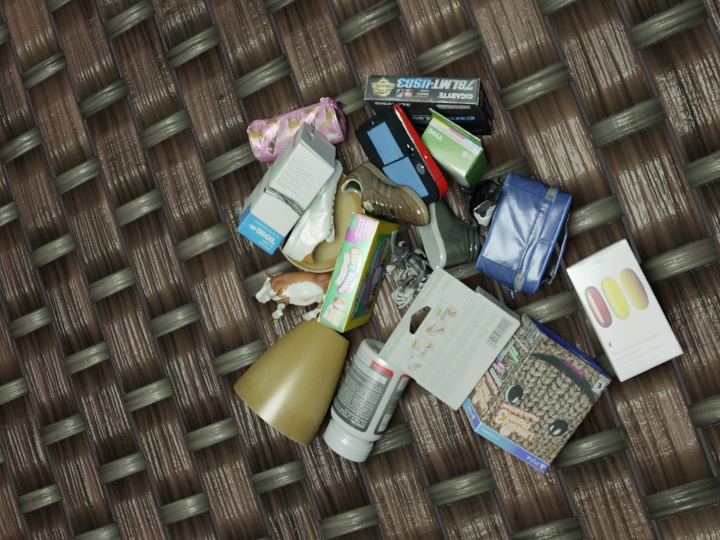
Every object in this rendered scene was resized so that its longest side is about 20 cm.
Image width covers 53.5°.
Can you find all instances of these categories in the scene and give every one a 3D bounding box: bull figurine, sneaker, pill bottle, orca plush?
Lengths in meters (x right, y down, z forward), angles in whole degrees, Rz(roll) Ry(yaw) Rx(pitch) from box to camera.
[{"bbox_3d":[-0.126,0.043,1.378,0.194,0.122,0.067,-5,117,18],"label":"bull figurine"},{"bbox_3d":[0.042,-0.123,1.295,0.075,0.071,0.199,-36,48,-17],"label":"sneaker"},{"bbox_3d":[0.012,0.244,1.344,0.112,0.114,0.204,28,100,14],"label":"pill bottle"},{"bbox_3d":[-0.071,-0.107,1.355,0.083,0.073,0.204,27,98,-11],"label":"sneaker"},{"bbox_3d":[0.197,-0.117,1.223,0.069,0.200,0.108,20,104,7],"label":"orca plush"},{"bbox_3d":[0.161,-0.092,1.316,0.096,0.071,0.205,0,61,-22],"label":"sneaker"}]

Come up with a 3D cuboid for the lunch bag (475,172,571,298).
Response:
[{"bbox_3d":[0.289,-0.052,1.234,0.129,0.135,0.205,20,97,16],"label":"lunch bag"}]

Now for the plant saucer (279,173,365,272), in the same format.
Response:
[{"bbox_3d":[-0.078,-0.100,1.402,0.194,0.035,0.207,0,91,18],"label":"plant saucer"}]

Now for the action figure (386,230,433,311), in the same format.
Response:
[{"bbox_3d":[0.100,0.029,1.309,0.102,0.119,0.201,-40,86,6],"label":"action figure"}]

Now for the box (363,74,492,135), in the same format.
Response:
[{"bbox_3d":[0.125,-0.285,1.245,0.194,0.198,0.051,6,88,17],"label":"box"}]

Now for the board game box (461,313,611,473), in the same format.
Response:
[{"bbox_3d":[0.299,0.210,1.230,0.157,0.097,0.203,30,101,-13],"label":"board game box"}]

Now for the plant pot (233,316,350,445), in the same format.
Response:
[{"bbox_3d":[-0.112,0.191,1.363,0.184,0.186,0.202,34,86,13],"label":"plant pot"}]

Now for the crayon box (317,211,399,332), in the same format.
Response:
[{"bbox_3d":[0.000,0.000,1.308,0.057,0.172,0.205,20,97,15],"label":"crayon box"}]

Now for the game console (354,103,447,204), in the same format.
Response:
[{"bbox_3d":[0.067,-0.194,1.265,0.031,0.199,0.179,-38,101,-17],"label":"game console"}]

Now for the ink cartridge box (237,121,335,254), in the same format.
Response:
[{"bbox_3d":[-0.133,-0.153,1.306,0.083,0.147,0.201,35,110,-17],"label":"ink cartridge box"}]

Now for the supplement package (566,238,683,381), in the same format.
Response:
[{"bbox_3d":[0.439,0.063,1.204,0.112,0.109,0.204,-28,84,16],"label":"supplement package"}]

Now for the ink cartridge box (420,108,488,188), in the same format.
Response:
[{"bbox_3d":[0.159,-0.204,1.236,0.103,0.200,0.060,36,95,13],"label":"ink cartridge box"}]

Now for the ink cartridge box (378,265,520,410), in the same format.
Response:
[{"bbox_3d":[0.154,0.114,1.249,0.174,0.045,0.202,34,109,1],"label":"ink cartridge box"}]

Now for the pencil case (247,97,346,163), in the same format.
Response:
[{"bbox_3d":[-0.123,-0.271,1.387,0.195,0.083,0.089,-13,80,18],"label":"pencil case"}]
